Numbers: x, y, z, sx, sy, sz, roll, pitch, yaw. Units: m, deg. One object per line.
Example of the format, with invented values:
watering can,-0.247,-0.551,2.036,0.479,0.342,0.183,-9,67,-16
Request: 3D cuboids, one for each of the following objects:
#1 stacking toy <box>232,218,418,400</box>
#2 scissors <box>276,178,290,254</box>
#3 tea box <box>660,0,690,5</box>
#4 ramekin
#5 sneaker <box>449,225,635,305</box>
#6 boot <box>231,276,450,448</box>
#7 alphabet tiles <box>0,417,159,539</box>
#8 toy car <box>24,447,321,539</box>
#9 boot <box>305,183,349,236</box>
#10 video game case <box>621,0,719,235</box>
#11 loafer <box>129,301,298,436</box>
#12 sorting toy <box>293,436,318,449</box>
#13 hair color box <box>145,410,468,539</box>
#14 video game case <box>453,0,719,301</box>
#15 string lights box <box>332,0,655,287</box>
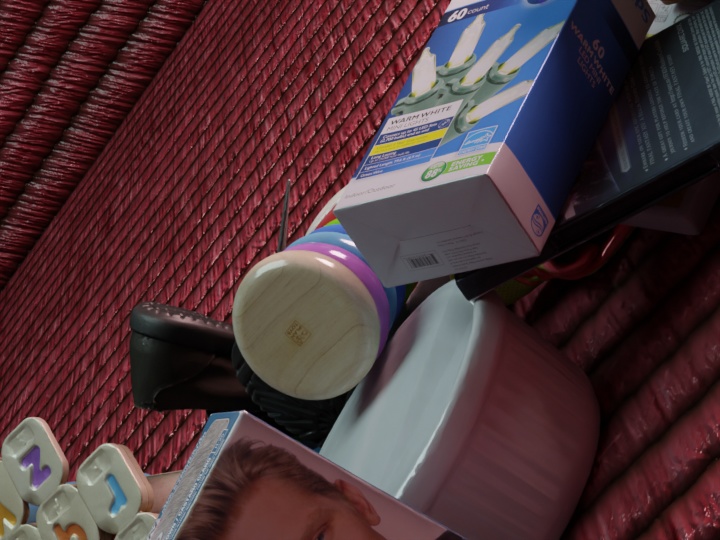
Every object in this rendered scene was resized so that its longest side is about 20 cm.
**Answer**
stacking toy,0.000,0.000,1.569,0.085,0.085,0.200,-53,-4,28
scissors,-0.056,0.033,1.719,0.073,0.014,0.200,-57,-19,-36
tea box,0.221,-0.268,1.449,0.197,0.134,0.200,-4,52,54
ramekin,0.046,0.111,1.462,0.203,0.094,0.202,-56,12,18
sneaker,0.107,-0.026,1.584,0.200,0.078,0.090,-47,21,47
boot,0.013,0.021,1.656,0.066,0.165,0.200,-32,27,40
alphabet tiles,-0.183,0.197,1.634,0.200,0.196,0.015,-44,-26,26
toy car,-0.087,0.218,1.687,0.177,0.184,0.200,1,-99,-67
boot,0.009,-0.020,1.952,0.200,0.072,0.144,-52,8,20
video game case,0.137,-0.112,1.535,0.200,0.023,0.182,10,65,38
loafer,-0.063,0.074,1.675,0.073,0.200,0.071,22,94,58
sorting toy,-0.033,0.103,1.858,0.200,0.070,0.199,-56,12,19
hair color box,-0.002,0.157,1.291,0.100,0.200,0.061,-62,13,-12
video game case,0.135,-0.071,1.448,0.200,0.019,0.143,-29,28,15
string lights box,0.074,-0.084,1.455,0.103,0.059,0.200,-13,35,37
